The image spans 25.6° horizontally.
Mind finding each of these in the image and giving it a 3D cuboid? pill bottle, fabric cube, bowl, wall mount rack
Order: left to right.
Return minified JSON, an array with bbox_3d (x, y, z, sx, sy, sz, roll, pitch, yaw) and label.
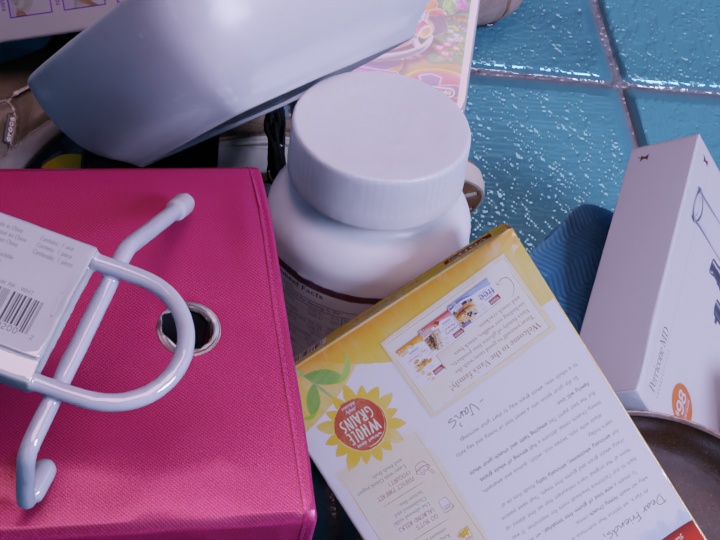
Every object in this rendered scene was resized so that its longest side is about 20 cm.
[{"bbox_3d":[-0.155,-0.003,0.653,0.199,0.075,0.174,20,56,3],"label":"wall mount rack"},{"bbox_3d":[-0.146,0.081,0.757,0.198,0.200,0.197,0,55,-15],"label":"fabric cube"},{"bbox_3d":[-0.061,-0.123,0.854,0.199,0.200,0.075,-28,96,-35],"label":"bowl"},{"bbox_3d":[0.000,0.000,0.851,0.109,0.201,0.110,5,42,-4],"label":"pill bottle"}]

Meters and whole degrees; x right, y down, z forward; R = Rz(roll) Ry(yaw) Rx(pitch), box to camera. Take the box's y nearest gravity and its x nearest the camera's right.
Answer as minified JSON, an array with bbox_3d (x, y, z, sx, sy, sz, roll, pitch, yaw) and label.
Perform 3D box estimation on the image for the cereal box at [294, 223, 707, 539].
[{"bbox_3d":[0.065,0.099,0.780,0.143,0.040,0.201,-32,95,2],"label":"cereal box"}]

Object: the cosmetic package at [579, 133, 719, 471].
[{"bbox_3d":[0.189,0.044,0.921,0.151,0.051,0.201,51,43,-31],"label":"cosmetic package"}]

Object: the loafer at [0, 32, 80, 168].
[{"bbox_3d":[-0.216,-0.093,0.938,0.070,0.075,0.200,51,48,-20],"label":"loafer"}]

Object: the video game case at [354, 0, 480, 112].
[{"bbox_3d":[0.013,-0.210,1.064,0.142,0.018,0.201,8,82,3],"label":"video game case"}]

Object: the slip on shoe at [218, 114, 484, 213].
[{"bbox_3d":[-0.021,-0.068,0.991,0.199,0.076,0.061,0,60,-7],"label":"slip on shoe"}]

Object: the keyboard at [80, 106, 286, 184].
[{"bbox_3d":[-0.097,-0.088,0.934,0.126,0.021,0.201,6,46,-8],"label":"keyboard"}]

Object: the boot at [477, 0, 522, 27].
[{"bbox_3d":[0.027,-0.238,1.144,0.200,0.070,0.146,38,47,12],"label":"boot"}]

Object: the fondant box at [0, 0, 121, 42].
[{"bbox_3d":[-0.215,-0.180,0.962,0.199,0.059,0.144,-11,23,-8],"label":"fondant box"}]

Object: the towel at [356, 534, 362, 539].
[{"bbox_3d":[0.019,0.192,0.838,0.086,0.018,0.200,27,51,4],"label":"towel"}]

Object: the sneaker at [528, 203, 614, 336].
[{"bbox_3d":[0.121,0.019,0.963,0.077,0.081,0.200,49,35,13],"label":"sneaker"}]

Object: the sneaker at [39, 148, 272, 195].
[{"bbox_3d":[-0.099,-0.006,0.928,0.199,0.070,0.090,11,59,-3],"label":"sneaker"}]

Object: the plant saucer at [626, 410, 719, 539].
[{"bbox_3d":[0.137,0.172,0.819,0.199,0.032,0.202,0,90,2],"label":"plant saucer"}]
